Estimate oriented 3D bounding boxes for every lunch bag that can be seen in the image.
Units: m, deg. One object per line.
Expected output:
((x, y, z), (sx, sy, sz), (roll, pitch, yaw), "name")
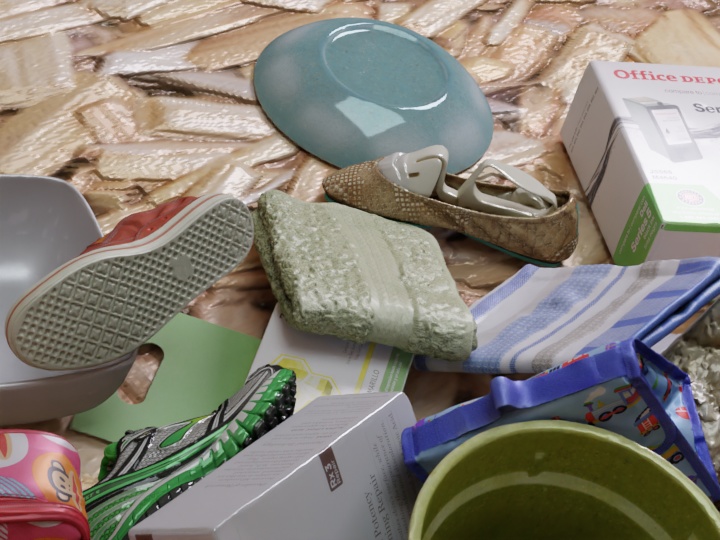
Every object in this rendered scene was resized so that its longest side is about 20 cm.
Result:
((-0.243, 0.176, 1.280), (0.176, 0.200, 0.082), (0, 42, -17), "lunch bag")
((0.118, 0.098, 1.426), (0.150, 0.200, 0.094), (-22, 63, 14), "lunch bag")

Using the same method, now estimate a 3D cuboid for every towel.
((0.145, 0.031, 1.628), (0.200, 0.024, 0.147), (-2, 25, 48), "towel")
((0.000, 0.000, 1.654), (0.148, 0.037, 0.200), (11, 23, -15), "towel")

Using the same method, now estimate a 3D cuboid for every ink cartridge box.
((0.259, -0.072, 1.837), (0.145, 0.084, 0.200), (2, 43, -19), "ink cartridge box")
((-0.076, 0.080, 1.571), (0.200, 0.048, 0.146), (21, 41, -1), "ink cartridge box")

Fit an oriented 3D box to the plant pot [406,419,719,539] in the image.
((0.100, 0.221, 1.358), (0.200, 0.184, 0.201), (9, 50, -11), "plant pot")

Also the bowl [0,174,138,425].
((-0.261, 0.028, 1.537), (0.200, 0.075, 0.200), (-3, 44, -25), "bowl")

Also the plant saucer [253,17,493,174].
((0.016, -0.150, 1.871), (0.200, 0.039, 0.201), (10, 41, -9), "plant saucer")

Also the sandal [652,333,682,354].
((0.295, 0.084, 1.705), (0.206, 0.059, 0.079), (3, 21, 14), "sandal")

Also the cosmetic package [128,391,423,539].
((-0.039, 0.154, 1.377), (0.074, 0.102, 0.200), (-7, 18, 36), "cosmetic package")

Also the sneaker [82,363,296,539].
((-0.109, 0.113, 1.430), (0.085, 0.078, 0.200), (29, 44, 22), "sneaker")

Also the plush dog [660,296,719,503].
((0.266, 0.122, 1.606), (0.172, 0.160, 0.200), (44, 58, 2), "plush dog")

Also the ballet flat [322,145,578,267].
((0.073, -0.061, 1.768), (0.199, 0.065, 0.071), (13, 29, -7), "ballet flat")

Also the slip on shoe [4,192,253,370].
((-0.154, 0.006, 1.507), (0.061, 0.074, 0.200), (7, 31, 42), "slip on shoe")
